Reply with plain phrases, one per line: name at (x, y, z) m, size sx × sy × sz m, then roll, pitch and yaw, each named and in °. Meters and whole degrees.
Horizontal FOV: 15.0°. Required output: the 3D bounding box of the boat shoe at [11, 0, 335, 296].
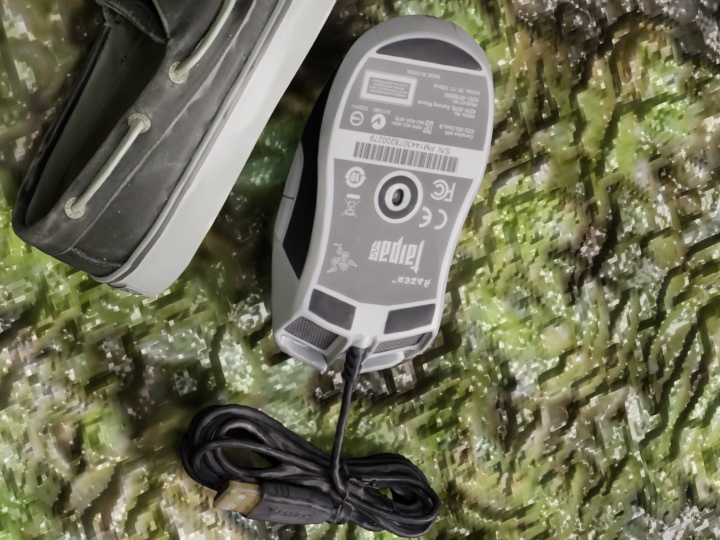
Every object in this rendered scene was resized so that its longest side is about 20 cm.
boat shoe at (-0.057, -0.090, 0.951) m, size 0.064 × 0.071 × 0.200 m, roll 25°, pitch 89°, yaw -33°

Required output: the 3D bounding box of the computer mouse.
computer mouse at (0.000, 0.000, 1.022) m, size 0.109 × 0.044 × 0.201 m, roll 9°, pitch 101°, yaw -27°
